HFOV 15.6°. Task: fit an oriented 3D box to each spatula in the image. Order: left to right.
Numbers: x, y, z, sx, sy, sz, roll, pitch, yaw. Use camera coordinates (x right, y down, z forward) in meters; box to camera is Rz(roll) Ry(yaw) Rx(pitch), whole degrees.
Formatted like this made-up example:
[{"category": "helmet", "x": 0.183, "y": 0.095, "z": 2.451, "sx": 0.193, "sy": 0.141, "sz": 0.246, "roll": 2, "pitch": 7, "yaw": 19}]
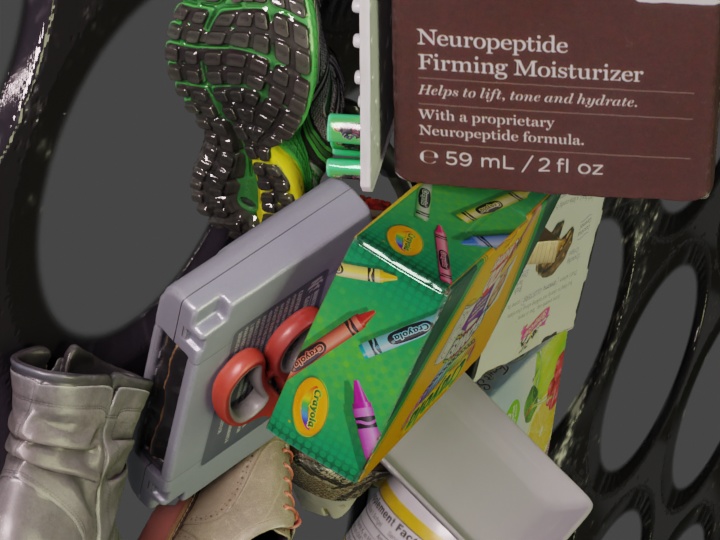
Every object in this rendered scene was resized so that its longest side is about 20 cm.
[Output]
[{"category": "spatula", "x": 0.024, "y": -0.045, "z": 1.552, "sx": 0.200, "sy": 0.056, "sz": 0.021, "roll": 56, "pitch": 42, "yaw": -49}]

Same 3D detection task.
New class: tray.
[{"category": "tray", "x": 0.043, "y": 0.101, "z": 1.576, "sx": 0.107, "sy": 0.200, "sz": 0.022, "roll": -41, "pitch": 175, "yaw": -48}]

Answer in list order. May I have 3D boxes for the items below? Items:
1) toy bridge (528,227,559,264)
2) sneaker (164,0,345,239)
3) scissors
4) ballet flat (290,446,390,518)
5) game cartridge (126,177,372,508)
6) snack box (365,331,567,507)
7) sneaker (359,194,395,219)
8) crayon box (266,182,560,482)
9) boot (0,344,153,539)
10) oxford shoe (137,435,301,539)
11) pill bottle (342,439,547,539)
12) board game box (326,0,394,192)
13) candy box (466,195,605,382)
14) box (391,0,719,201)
[{"category": "toy bridge", "x": 0.101, "y": -0.091, "z": 1.563, "sx": 0.067, "sy": 0.027, "sz": 0.201, "roll": -4, "pitch": 117, "yaw": -30}, {"category": "sneaker", "x": -0.048, "y": -0.101, "z": 1.327, "sx": 0.200, "sy": 0.078, "sz": 0.085, "roll": 95, "pitch": 19, "yaw": -55}, {"category": "scissors", "x": -0.045, "y": 0.073, "z": 1.400, "sx": 0.073, "sy": 0.014, "sz": 0.200, "roll": -43, "pitch": 163, "yaw": -15}, {"category": "ballet flat", "x": -0.004, "y": 0.111, "z": 1.623, "sx": 0.200, "sy": 0.068, "sz": 0.076, "roll": -29, "pitch": 147, "yaw": -62}, {"category": "game cartridge", "x": -0.055, "y": 0.037, "z": 1.369, "sx": 0.133, "sy": 0.042, "sz": 0.200, "roll": -39, "pitch": 161, "yaw": -31}, {"category": "snack box", "x": 0.072, "y": 0.128, "z": 1.818, "sx": 0.200, "sy": 0.053, "sz": 0.143, "roll": -39, "pitch": 142, "yaw": -49}, {"category": "sneaker", "x": 0.000, "y": 0.000, "z": 1.481, "sx": 0.200, "sy": 0.073, "sz": 0.078, "roll": 51, "pitch": 54, "yaw": -73}, {"category": "crayon box", "x": 0.032, "y": 0.015, "z": 1.367, "sx": 0.119, "sy": 0.058, "sz": 0.200, "roll": -65, "pitch": 169, "yaw": 26}, {"category": "boot", "x": -0.130, "y": 0.112, "z": 1.327, "sx": 0.200, "sy": 0.069, "sz": 0.132, "roll": 31, "pitch": 76, "yaw": -72}, {"category": "oxford shoe", "x": -0.058, "y": 0.121, "z": 1.482, "sx": 0.201, "sy": 0.074, "sz": 0.070, "roll": -63, "pitch": 156, "yaw": -15}, {"category": "pill bottle", "x": 0.041, "y": 0.195, "z": 1.667, "sx": 0.200, "sy": 0.114, "sz": 0.114, "roll": -54, "pitch": 159, "yaw": 8}, {"category": "board game box", "x": 0.009, "y": -0.174, "z": 1.332, "sx": 0.200, "sy": 0.026, "sz": 0.201, "roll": -72, "pitch": 165, "yaw": -56}, {"category": "candy box", "x": 0.099, "y": -0.046, "z": 1.700, "sx": 0.168, "sy": 0.071, "sz": 0.201, "roll": -23, "pitch": 130, "yaw": -60}, {"category": "box", "x": 0.104, "y": -0.165, "z": 1.325, "sx": 0.165, "sy": 0.165, "sz": 0.201, "roll": -76, "pitch": 167, "yaw": -51}]
